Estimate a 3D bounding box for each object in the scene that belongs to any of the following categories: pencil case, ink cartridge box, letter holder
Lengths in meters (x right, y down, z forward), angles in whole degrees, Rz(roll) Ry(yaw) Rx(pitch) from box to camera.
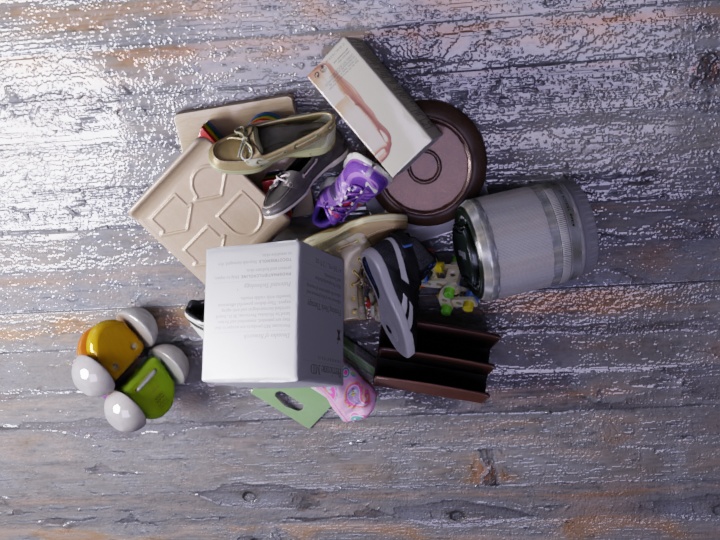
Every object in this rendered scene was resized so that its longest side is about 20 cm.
[{"bbox_3d":[-0.057,0.171,1.568,0.087,0.088,0.200,-33,119,17],"label":"pencil case"},{"bbox_3d":[-0.083,0.198,1.657,0.145,0.048,0.200,35,110,-21],"label":"ink cartridge box"},{"bbox_3d":[0.127,0.149,1.561,0.196,0.142,0.102,9,75,0],"label":"letter holder"}]

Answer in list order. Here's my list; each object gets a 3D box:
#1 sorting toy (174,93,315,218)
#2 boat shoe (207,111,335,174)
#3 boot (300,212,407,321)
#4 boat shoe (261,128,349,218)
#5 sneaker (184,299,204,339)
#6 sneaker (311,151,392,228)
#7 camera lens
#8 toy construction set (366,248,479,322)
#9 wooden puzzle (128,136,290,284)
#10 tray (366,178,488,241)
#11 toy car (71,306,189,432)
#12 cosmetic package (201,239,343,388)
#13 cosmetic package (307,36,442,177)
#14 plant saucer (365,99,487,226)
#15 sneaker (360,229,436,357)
[{"bbox_3d":[-0.190,-0.165,1.506,0.196,0.070,0.202,-8,113,8],"label":"sorting toy"},{"bbox_3d":[-0.133,-0.197,1.400,0.197,0.074,0.063,-9,156,-6],"label":"boat shoe"},{"bbox_3d":[0.000,0.000,1.500,0.197,0.073,0.158,-18,77,23],"label":"boot"},{"bbox_3d":[-0.095,-0.158,1.449,0.066,0.200,0.057,1,129,46],"label":"boat shoe"},{"bbox_3d":[-0.210,0.071,1.562,0.197,0.076,0.088,-15,135,26],"label":"sneaker"},{"bbox_3d":[-0.017,-0.115,1.457,0.080,0.084,0.200,33,152,-12],"label":"sneaker"},{"bbox_3d":[0.252,-0.047,1.456,0.197,0.160,0.162,-13,113,-6],"label":"camera lens"},{"bbox_3d":[0.098,0.024,1.558,0.197,0.093,0.132,-8,145,16],"label":"toy construction set"},{"bbox_3d":[-0.238,-0.091,1.482,0.185,0.046,0.200,-41,109,19],"label":"wooden puzzle"},{"bbox_3d":[0.114,-0.108,1.532,0.197,0.022,0.109,-16,112,11],"label":"tray"},{"bbox_3d":[-0.417,0.178,1.642,0.149,0.176,0.201,-17,117,49],"label":"toy car"},{"bbox_3d":[-0.129,0.074,1.418,0.164,0.167,0.204,-4,79,22],"label":"cosmetic package"},{"bbox_3d":[0.024,-0.248,1.408,0.087,0.103,0.201,-41,88,18],"label":"cosmetic package"},{"bbox_3d":[0.103,-0.168,1.482,0.196,0.035,0.204,2,103,8],"label":"plant saucer"},{"bbox_3d":[0.082,0.032,1.462,0.111,0.073,0.202,-31,120,-21],"label":"sneaker"}]
